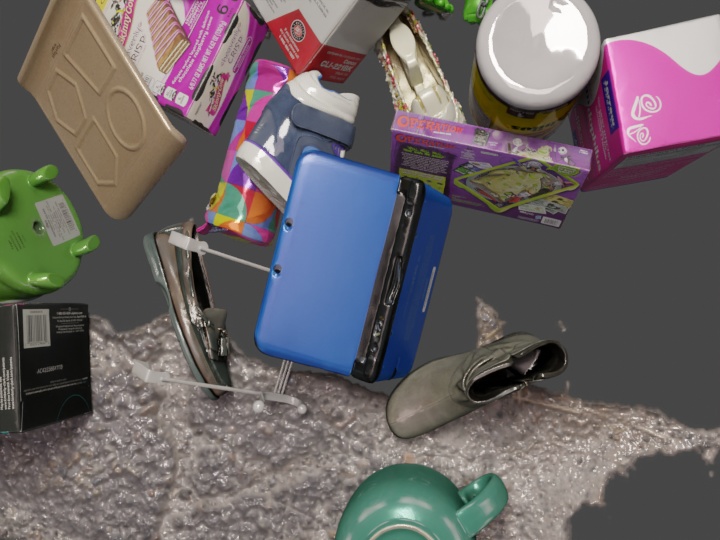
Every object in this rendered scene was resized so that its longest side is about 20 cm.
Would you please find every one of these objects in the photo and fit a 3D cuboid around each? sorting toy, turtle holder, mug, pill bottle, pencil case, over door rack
[{"bbox_3d":[-0.283,-0.178,0.770,0.184,0.036,0.202,-33,94,44],"label":"sorting toy"},{"bbox_3d":[-0.390,-0.019,0.763,0.129,0.142,0.189,-17,43,20],"label":"turtle holder"},{"bbox_3d":[0.053,0.274,0.721,0.149,0.114,0.189,26,91,7],"label":"mug"},{"bbox_3d":[0.161,-0.187,0.689,0.106,0.200,0.113,0,87,7],"label":"pill bottle"},{"bbox_3d":[-0.114,-0.126,0.779,0.086,0.088,0.205,18,88,7],"label":"pencil case"},{"bbox_3d":[-0.119,0.063,0.731,0.197,0.066,0.152,19,88,-32],"label":"over door rack"}]

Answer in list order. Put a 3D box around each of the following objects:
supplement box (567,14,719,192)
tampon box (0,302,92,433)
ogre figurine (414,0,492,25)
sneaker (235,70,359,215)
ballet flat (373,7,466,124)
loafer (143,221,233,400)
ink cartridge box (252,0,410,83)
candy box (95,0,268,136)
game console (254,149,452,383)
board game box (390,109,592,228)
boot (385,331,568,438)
[{"bbox_3d":[0.269,-0.148,0.674,0.100,0.200,0.104,-9,86,6],"label":"supplement box"},{"bbox_3d":[-0.421,0.105,0.768,0.194,0.150,0.130,-3,87,6],"label":"tampon box"},{"bbox_3d":[0.067,-0.354,0.765,0.198,0.097,0.123,30,105,39],"label":"ogre figurine"},{"bbox_3d":[-0.025,-0.111,0.747,0.200,0.080,0.148,45,75,-30],"label":"sneaker"},{"bbox_3d":[0.062,-0.204,0.771,0.074,0.064,0.204,-27,85,3],"label":"ballet flat"},{"bbox_3d":[-0.181,0.041,0.786,0.062,0.072,0.204,-24,83,-1],"label":"loafer"},{"bbox_3d":[-0.016,-0.321,0.722,0.200,0.083,0.146,-43,69,34],"label":"ink cartridge box"},{"bbox_3d":[-0.215,-0.255,0.781,0.197,0.061,0.139,28,91,25],"label":"candy box"},{"bbox_3d":[0.000,0.000,0.726,0.116,0.170,0.205,16,92,25],"label":"game console"},{"bbox_3d":[0.127,-0.103,0.730,0.195,0.120,0.033,14,71,7],"label":"board game box"},{"bbox_3d":[0.108,0.115,0.715,0.196,0.131,0.069,-28,84,4],"label":"boot"}]
